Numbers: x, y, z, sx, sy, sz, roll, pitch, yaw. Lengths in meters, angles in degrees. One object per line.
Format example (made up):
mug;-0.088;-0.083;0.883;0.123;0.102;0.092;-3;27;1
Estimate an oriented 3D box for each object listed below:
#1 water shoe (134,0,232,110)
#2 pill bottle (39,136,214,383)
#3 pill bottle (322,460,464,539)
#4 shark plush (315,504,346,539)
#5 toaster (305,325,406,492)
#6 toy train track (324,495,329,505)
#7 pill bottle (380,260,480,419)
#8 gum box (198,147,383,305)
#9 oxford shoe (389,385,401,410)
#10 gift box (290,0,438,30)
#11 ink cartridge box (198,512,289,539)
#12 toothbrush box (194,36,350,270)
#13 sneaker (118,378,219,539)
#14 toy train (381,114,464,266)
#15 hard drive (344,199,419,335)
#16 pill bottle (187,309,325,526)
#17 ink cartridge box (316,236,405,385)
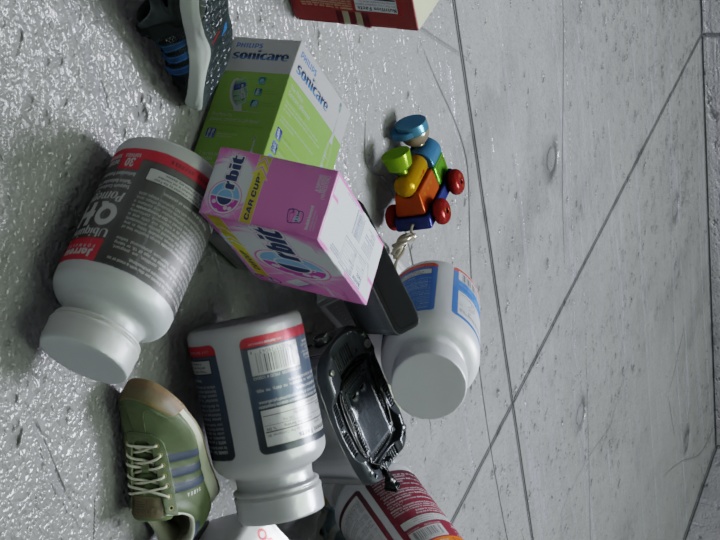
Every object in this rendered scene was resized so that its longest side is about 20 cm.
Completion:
water shoe;-0.165;-0.226;1.259;0.200;0.078;0.072;103;12;-63
pill bottle;-0.201;-0.007;1.191;0.201;0.110;0.111;-69;151;-27
pill bottle;0.038;0.291;1.561;0.109;0.200;0.110;-20;134;-22
shark plush;-0.012;0.319;1.634;0.200;0.082;0.092;-82;167;-74
toaster;-0.037;0.160;1.520;0.114;0.128;0.201;-49;123;-47
toy train track;-0.055;0.181;1.636;0.114;0.032;0.202;-10;100;-56
pill bottle;0.079;0.079;1.528;0.200;0.111;0.113;-78;164;-64
gum box;-0.057;-0.035;1.252;0.200;0.113;0.067;55;50;-67
oxford shoe;0.007;0.143;1.714;0.058;0.075;0.201;-95;170;-45
gift box;0.021;-0.392;1.464;0.187;0.183;0.201;-58;151;-37
ink cartridge box;-0.131;0.371;1.403;0.146;0.084;0.200;51;45;-19
toothbrush box;-0.096;-0.116;1.406;0.146;0.085;0.201;49;55;-58
sneaker;-0.191;0.199;1.312;0.201;0.067;0.090;73;30;-46
toy train;0.059;-0.103;1.723;0.116;0.084;0.200;67;31;-28
hard drive;0.000;0.000;1.439;0.140;0.033;0.200;63;-10;-3
pill bottle;-0.100;0.148;1.379;0.119;0.119;0.202;-15;95;-62
ink cartridge box;0.015;0.032;1.662;0.200;0.044;0.177;50;25;-36
